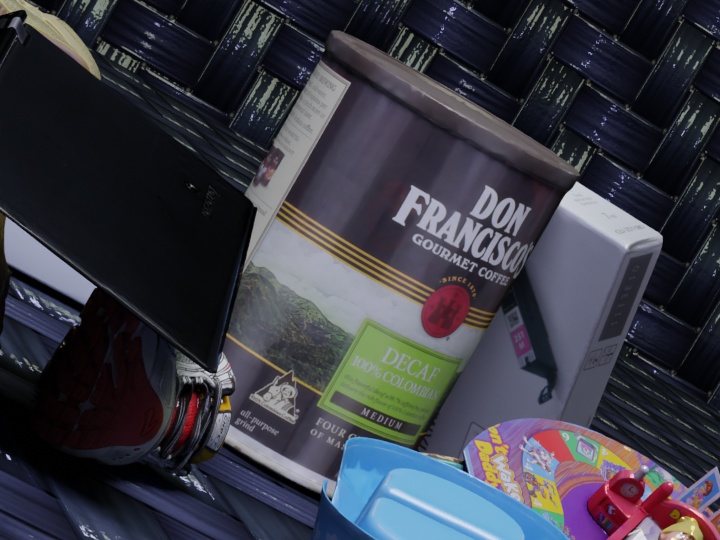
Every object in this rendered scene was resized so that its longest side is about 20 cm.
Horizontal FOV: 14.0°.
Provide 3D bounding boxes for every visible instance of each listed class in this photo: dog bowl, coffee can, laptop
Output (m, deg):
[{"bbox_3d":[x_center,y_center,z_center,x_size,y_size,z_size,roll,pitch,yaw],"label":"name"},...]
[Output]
[{"bbox_3d":[0.029,0.126,1.238,0.111,0.050,0.200,26,8,2],"label":"dog bowl"},{"bbox_3d":[0.000,0.000,1.494,0.146,0.200,0.146,29,7,-4],"label":"coffee can"},{"bbox_3d":[-0.161,-0.022,1.199,0.187,0.199,0.116,-81,156,-69],"label":"laptop"}]

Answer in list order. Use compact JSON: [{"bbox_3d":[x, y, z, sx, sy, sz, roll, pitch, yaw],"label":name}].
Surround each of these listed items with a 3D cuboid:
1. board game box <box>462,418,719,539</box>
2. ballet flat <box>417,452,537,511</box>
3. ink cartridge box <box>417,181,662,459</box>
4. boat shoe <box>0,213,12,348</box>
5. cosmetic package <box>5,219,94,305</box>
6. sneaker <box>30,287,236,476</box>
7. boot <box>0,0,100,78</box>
[{"bbox_3d":[0.132,0.137,1.363,0.158,0.039,0.200,19,39,-29],"label":"board game box"},{"bbox_3d":[0.082,0.153,1.404,0.200,0.071,0.065,33,-23,-13],"label":"ballet flat"},{"bbox_3d":[0.057,0.029,1.599,0.173,0.201,0.043,33,27,29],"label":"ink cartridge box"},{"bbox_3d":[-0.182,-0.014,1.274,0.072,0.076,0.200,31,5,-21],"label":"boat shoe"},{"bbox_3d":[-0.181,-0.036,1.646,0.150,0.052,0.200,27,6,-23],"label":"cosmetic package"},{"bbox_3d":[-0.087,0.047,1.247,0.082,0.078,0.200,32,5,-6],"label":"sneaker"},{"bbox_3d":[-0.306,-0.206,2.458,0.200,0.073,0.155,33,5,-2],"label":"boot"}]
